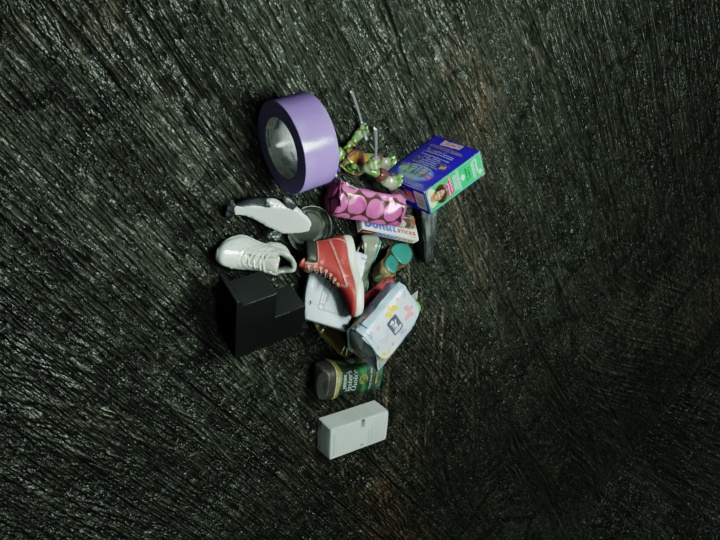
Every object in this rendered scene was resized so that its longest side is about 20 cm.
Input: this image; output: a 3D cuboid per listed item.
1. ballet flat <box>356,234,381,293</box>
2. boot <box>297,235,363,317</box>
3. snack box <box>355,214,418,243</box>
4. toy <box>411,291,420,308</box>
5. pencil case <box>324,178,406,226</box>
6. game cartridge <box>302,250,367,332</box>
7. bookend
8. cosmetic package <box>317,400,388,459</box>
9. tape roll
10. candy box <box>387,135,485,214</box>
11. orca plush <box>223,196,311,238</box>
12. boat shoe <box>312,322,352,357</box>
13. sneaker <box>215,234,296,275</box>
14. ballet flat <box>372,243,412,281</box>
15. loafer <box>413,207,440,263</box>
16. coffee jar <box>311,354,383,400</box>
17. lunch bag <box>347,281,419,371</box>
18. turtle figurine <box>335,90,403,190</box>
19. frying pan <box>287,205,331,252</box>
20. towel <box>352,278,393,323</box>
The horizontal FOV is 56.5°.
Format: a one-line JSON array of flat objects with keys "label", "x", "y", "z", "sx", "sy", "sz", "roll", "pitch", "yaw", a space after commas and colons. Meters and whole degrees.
[{"label": "ballet flat", "x": 0.000, "y": 0.000, "z": 1.746, "sx": 0.063, "sy": 0.067, "sz": 0.202, "roll": 11, "pitch": 108, "yaw": -11}, {"label": "boot", "x": -0.073, "y": 0.021, "z": 1.598, "sx": 0.143, "sy": 0.072, "sz": 0.202, "roll": -9, "pitch": 78, "yaw": -24}, {"label": "snack box", "x": 0.068, "y": -0.120, "z": 1.738, "sx": 0.199, "sy": 0.024, "sz": 0.073, "roll": 8, "pitch": 63, "yaw": -40}, {"label": "toy", "x": 0.091, "y": 0.150, "z": 1.855, "sx": 0.199, "sy": 0.047, "sz": 0.116, "roll": -35, "pitch": 151, "yaw": -26}, {"label": "pencil case", "x": 0.017, "y": -0.163, "z": 1.628, "sx": 0.198, "sy": 0.091, "sz": 0.094, "roll": 6, "pitch": 118, "yaw": -30}, {"label": "game cartridge", "x": -0.069, "y": 0.038, "z": 1.659, "sx": 0.132, "sy": 0.041, "sz": 0.202, "roll": 19, "pitch": 80, "yaw": -16}, {"label": "bookend", "x": -0.217, "y": 0.076, "z": 1.533, "sx": 0.197, "sy": 0.092, "sz": 0.201, "roll": -21, "pitch": 144, "yaw": -28}, {"label": "cosmetic package", "x": -0.022, "y": 0.451, "z": 1.904, "sx": 0.199, "sy": 0.074, "sz": 0.103, "roll": -12, "pitch": 115, "yaw": -35}, {"label": "tape roll", "x": -0.134, "y": -0.271, "z": 1.427, "sx": 0.084, "sy": 0.199, "sz": 0.202, "roll": -24, "pitch": 122, "yaw": -28}, {"label": "candy box", "x": 0.186, "y": -0.246, "z": 1.706, "sx": 0.199, "sy": 0.169, "sz": 0.077, "roll": -38, "pitch": 131, "yaw": -19}, {"label": "orca plush", "x": -0.211, "y": -0.132, "z": 1.521, "sx": 0.198, "sy": 0.071, "sz": 0.106, "roll": -3, "pitch": 122, "yaw": -17}, {"label": "boat shoe", "x": -0.087, "y": 0.142, "z": 1.726, "sx": 0.074, "sy": 0.066, "sz": 0.201, "roll": -40, "pitch": 120, "yaw": -20}, {"label": "sneaker", "x": -0.229, "y": -0.030, "z": 1.522, "sx": 0.199, "sy": 0.099, "sz": 0.079, "roll": 1, "pitch": 108, "yaw": -38}, {"label": "ballet flat", "x": 0.077, "y": -0.016, "z": 1.766, "sx": 0.072, "sy": 0.200, "sz": 0.068, "roll": -37, "pitch": 95, "yaw": 27}, {"label": "loafer", "x": 0.186, "y": -0.117, "z": 1.827, "sx": 0.070, "sy": 0.068, "sz": 0.203, "roll": -13, "pitch": 113, "yaw": -23}, {"label": "coffee jar", "x": -0.038, "y": 0.284, "z": 1.812, "sx": 0.198, "sy": 0.085, "sz": 0.105, "roll": -5, "pitch": 112, "yaw": -36}, {"label": "lunch bag", "x": 0.056, "y": 0.136, "z": 1.662, "sx": 0.170, "sy": 0.127, "sz": 0.201, "roll": -49, "pitch": 160, "yaw": -21}, {"label": "turtle figurine", "x": 0.032, "y": -0.283, "z": 1.590, "sx": 0.193, "sy": 0.144, "sz": 0.201, "roll": 19, "pitch": 100, "yaw": -43}, {"label": "frying pan", "x": -0.157, "y": -0.093, "z": 1.597, "sx": 0.188, "sy": 0.031, "sz": 0.116, "roll": -13, "pitch": 114, "yaw": -22}, {"label": "towel", "x": 0.030, "y": 0.111, "z": 1.786, "sx": 0.144, "sy": 0.022, "sz": 0.201, "roll": -34, "pitch": 151, "yaw": -23}]
